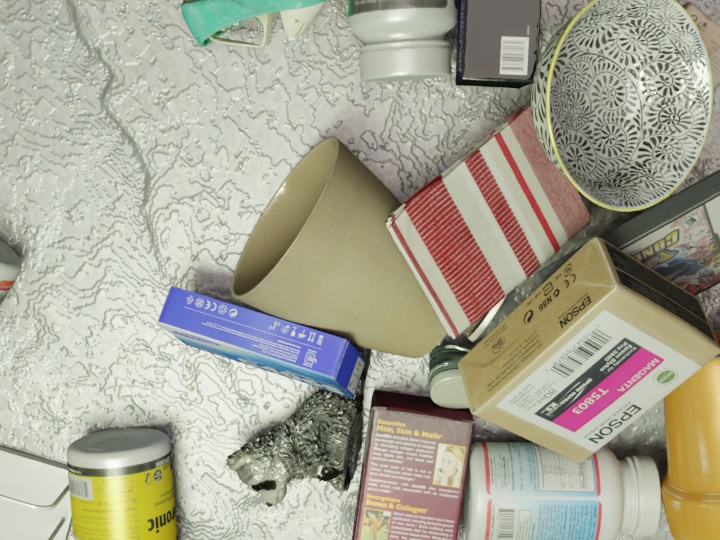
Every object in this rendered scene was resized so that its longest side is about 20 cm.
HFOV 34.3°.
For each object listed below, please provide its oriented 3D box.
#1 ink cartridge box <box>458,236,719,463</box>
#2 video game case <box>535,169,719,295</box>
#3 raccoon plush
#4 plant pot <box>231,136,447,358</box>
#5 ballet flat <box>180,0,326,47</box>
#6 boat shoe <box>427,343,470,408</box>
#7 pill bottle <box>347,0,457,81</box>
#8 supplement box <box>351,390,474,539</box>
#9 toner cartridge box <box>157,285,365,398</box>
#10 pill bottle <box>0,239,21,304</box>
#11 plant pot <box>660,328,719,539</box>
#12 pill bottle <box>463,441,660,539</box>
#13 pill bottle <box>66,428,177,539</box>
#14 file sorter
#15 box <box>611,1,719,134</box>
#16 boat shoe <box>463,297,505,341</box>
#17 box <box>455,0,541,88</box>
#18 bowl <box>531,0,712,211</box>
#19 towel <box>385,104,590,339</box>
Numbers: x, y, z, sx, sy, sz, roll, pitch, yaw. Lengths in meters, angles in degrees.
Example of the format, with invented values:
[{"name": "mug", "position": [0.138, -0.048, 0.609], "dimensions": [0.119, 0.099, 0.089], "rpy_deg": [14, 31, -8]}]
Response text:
[{"name": "ink cartridge box", "position": [0.221, 0.083, 1.135], "dimensions": [0.163, 0.076, 0.200], "rpy_deg": [26, 122, -30]}, {"name": "video game case", "position": [0.293, -0.004, 1.171], "dimensions": [0.198, 0.181, 0.026], "rpy_deg": [-30, 58, 13]}, {"name": "raccoon plush", "position": [-0.064, 0.154, 1.258], "dimensions": [0.132, 0.097, 0.203], "rpy_deg": [8, 67, 12]}, {"name": "plant pot", "position": [0.000, 0.000, 1.188], "dimensions": [0.199, 0.187, 0.188], "rpy_deg": [34, 95, -18]}, {"name": "ballet flat", "position": [-0.090, -0.266, 1.182], "dimensions": [0.197, 0.067, 0.071], "rpy_deg": [-7, 109, 25]}, {"name": "boat shoe", "position": [0.167, 0.104, 1.240], "dimensions": [0.197, 0.062, 0.073], "rpy_deg": [-1, 134, -8]}, {"name": "pill bottle", "position": [0.041, -0.296, 1.174], "dimensions": [0.111, 0.113, 0.204], "rpy_deg": [-3, 96, 0]}, {"name": "supplement box", "position": [0.052, 0.240, 1.248], "dimensions": [0.108, 0.086, 0.203], "rpy_deg": [8, 97, -1]}, {"name": "toner cartridge box", "position": [-0.099, 0.074, 1.193], "dimensions": [0.197, 0.095, 0.044], "rpy_deg": [16, 75, 16]}, {"name": "pill bottle", "position": [-0.449, 0.049, 1.212], "dimensions": [0.111, 0.111, 0.201], "rpy_deg": [33, 95, -4]}, {"name": "plant pot", "position": [0.390, 0.160, 1.185], "dimensions": [0.197, 0.200, 0.186], "rpy_deg": [-17, 94, 2]}, {"name": "pill bottle", "position": [0.210, 0.238, 1.237], "dimensions": [0.197, 0.109, 0.111], "rpy_deg": [1, 97, -1]}, {"name": "pill bottle", "position": [-0.249, 0.278, 1.239], "dimensions": [0.109, 0.111, 0.203], "rpy_deg": [-3, 97, 0]}, {"name": "file sorter", "position": [-0.395, 0.305, 1.235], "dimensions": [0.137, 0.125, 0.203], "rpy_deg": [16, 96, -3]}, {"name": "box", "position": [0.294, -0.167, 1.200], "dimensions": [0.077, 0.095, 0.201], "rpy_deg": [38, 94, -3]}, {"name": "boat shoe", "position": [0.143, -0.026, 1.226], "dimensions": [0.059, 0.072, 0.202], "rpy_deg": [26, 91, -7]}, {"name": "box", "position": [0.138, -0.287, 1.161], "dimensions": [0.077, 0.141, 0.204], "rpy_deg": [3, 96, 4]}, {"name": "bowl", "position": [0.227, -0.161, 1.098], "dimensions": [0.198, 0.094, 0.204], "rpy_deg": [-5, 101, -28]}, {"name": "towel", "position": [0.129, -0.049, 1.158], "dimensions": [0.199, 0.023, 0.145], "rpy_deg": [-39, 111, -17]}]
